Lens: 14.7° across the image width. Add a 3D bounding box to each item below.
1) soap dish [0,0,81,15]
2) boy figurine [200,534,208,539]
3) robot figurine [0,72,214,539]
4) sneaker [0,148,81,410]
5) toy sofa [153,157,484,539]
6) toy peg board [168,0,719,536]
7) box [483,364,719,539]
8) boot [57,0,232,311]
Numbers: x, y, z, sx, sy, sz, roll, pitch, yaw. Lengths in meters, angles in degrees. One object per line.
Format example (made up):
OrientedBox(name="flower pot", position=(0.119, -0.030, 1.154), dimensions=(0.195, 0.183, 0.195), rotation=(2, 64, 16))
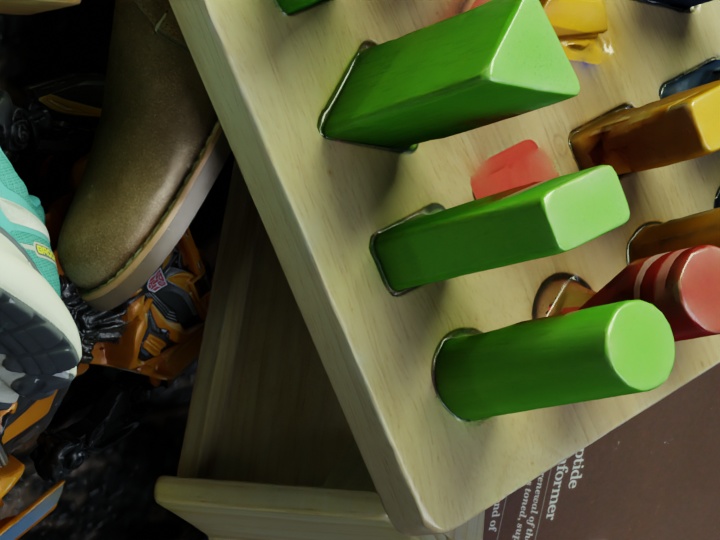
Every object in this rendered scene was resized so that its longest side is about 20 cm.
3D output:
OrientedBox(name="soap dish", position=(-0.152, -0.151, 0.781), dimensions=(0.199, 0.081, 0.158), rotation=(2, 107, -41))
OrientedBox(name="boy figurine", position=(-0.062, 0.161, 0.995), dimensions=(0.124, 0.064, 0.200), rotation=(28, 106, -17))
OrientedBox(name="robot figurine", position=(-0.123, 0.029, 0.901), dimensions=(0.200, 0.058, 0.145), rotation=(-39, 131, -22))
OrientedBox(name="sneaker", position=(-0.145, -0.034, 0.776), dimensions=(0.077, 0.080, 0.200), rotation=(-18, 142, 15))
OrientedBox(name="toy sofa", position=(0.000, 0.000, 0.929), dimensions=(0.098, 0.082, 0.201), rotation=(46, 50, -64))
OrientedBox(name="toy peg board", position=(0.071, -0.056, 0.825), dimensions=(0.199, 0.098, 0.201), rotation=(-27, 98, -35))
OrientedBox(name="box", position=(0.084, 0.069, 1.094), dimensions=(0.199, 0.075, 0.101), rotation=(-3, 110, -42))
OrientedBox(name="boot", position=(-0.062, -0.088, 0.853), dimensions=(0.075, 0.074, 0.201), rotation=(25, 79, -26))
